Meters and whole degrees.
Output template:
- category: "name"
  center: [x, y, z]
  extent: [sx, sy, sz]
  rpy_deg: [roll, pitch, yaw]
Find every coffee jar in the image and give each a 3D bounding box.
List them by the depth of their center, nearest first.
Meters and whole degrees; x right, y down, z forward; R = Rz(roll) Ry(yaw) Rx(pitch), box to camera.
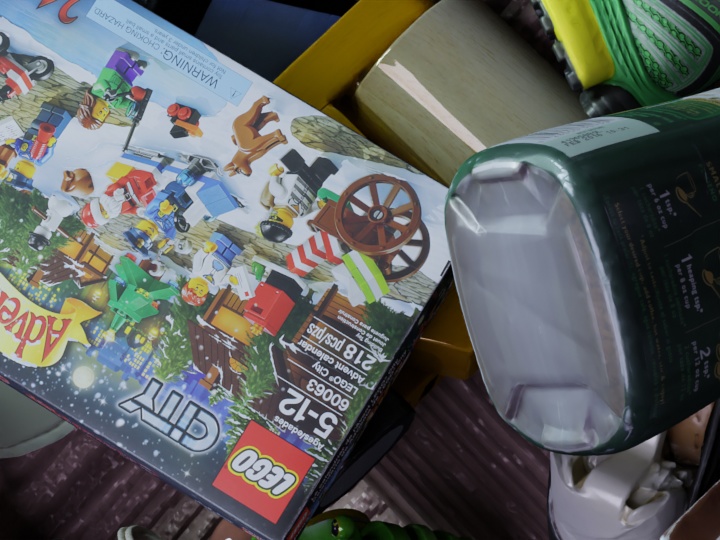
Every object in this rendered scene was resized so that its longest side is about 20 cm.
- category: "coffee jar"
  center: [0.129, -0.017, 0.929]
  extent: [0.085, 0.199, 0.105]
  rpy_deg: [-3, 104, 55]

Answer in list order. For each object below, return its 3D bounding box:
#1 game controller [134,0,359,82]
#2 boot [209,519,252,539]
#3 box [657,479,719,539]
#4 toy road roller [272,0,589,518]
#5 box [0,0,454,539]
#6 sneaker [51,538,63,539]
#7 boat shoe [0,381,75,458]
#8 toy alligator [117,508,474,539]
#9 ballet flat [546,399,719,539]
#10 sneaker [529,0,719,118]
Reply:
- category: "game controller"
  center: [-0.056, -0.062, 1.073]
  extent: [0.201, 0.104, 0.042]
  rpy_deg: [-60, 33, 26]
- category: "boot"
  center: [-0.140, 0.125, 1.181]
  extent: [0.199, 0.069, 0.189]
  rpy_deg: [35, 131, 6]
- category: "box"
  center: [0.128, 0.175, 1.030]
  extent: [0.100, 0.075, 0.201]
  rpy_deg: [37, 133, 17]
- category: "toy road roller"
  center: [0.000, 0.000, 1.065]
  extent: [0.200, 0.146, 0.123]
  rpy_deg: [-44, 80, -7]
- category: "box"
  center: [-0.074, -0.011, 0.975]
  extent: [0.199, 0.038, 0.137]
  rpy_deg: [30, 80, 9]
- category: "sneaker"
  center: [-0.105, 0.149, 1.092]
  extent: [0.199, 0.077, 0.084]
  rpy_deg: [-4, 107, 26]
- category: "boat shoe"
  center: [-0.189, 0.053, 1.202]
  extent: [0.200, 0.061, 0.072]
  rpy_deg: [-16, 125, 32]
- category: "toy alligator"
  center: [-0.001, 0.114, 1.049]
  extent: [0.054, 0.199, 0.060]
  rpy_deg: [-42, 48, 28]
- category: "ballet flat"
  center: [0.103, 0.054, 1.035]
  extent: [0.068, 0.068, 0.201]
  rpy_deg: [22, 114, 21]
- category: "sneaker"
  center: [0.081, -0.152, 0.997]
  extent: [0.085, 0.078, 0.201]
  rpy_deg: [-27, 87, 8]
